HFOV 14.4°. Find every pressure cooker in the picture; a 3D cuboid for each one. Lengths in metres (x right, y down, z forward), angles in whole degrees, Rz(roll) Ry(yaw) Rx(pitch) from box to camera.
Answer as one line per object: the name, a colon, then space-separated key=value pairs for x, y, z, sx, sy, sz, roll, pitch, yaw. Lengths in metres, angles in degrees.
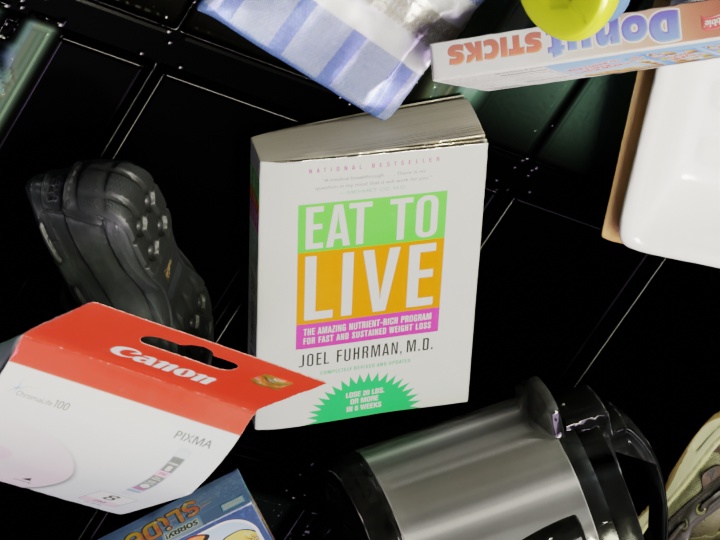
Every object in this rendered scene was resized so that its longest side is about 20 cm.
pressure cooker: x=0.093 y=0.164 z=1.744 sx=0.200 sy=0.179 sz=0.176 roll=-17 pitch=165 yaw=-11

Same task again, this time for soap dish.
soap dish: x=0.234 y=-0.094 z=1.633 sx=0.157 sy=0.081 sz=0.200 roll=11 pitch=124 yaw=2

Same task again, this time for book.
book: x=0.000 y=0.000 z=1.664 sx=0.133 sy=0.048 sz=0.200 roll=-9 pitch=130 yaw=-12

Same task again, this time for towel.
towel: x=0.025 y=-0.182 z=1.544 sx=0.147 sy=0.024 sz=0.200 roll=31 pitch=110 yaw=-37

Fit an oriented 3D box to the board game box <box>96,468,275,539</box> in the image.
board game box: x=-0.138 y=0.219 z=1.775 sx=0.200 sy=0.034 sz=0.135 roll=-27 pitch=132 yaw=-2

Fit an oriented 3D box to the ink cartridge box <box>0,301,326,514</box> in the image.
ink cartridge box: x=-0.143 y=0.082 z=1.589 sx=0.162 sy=0.057 sz=0.200 roll=20 pitch=158 yaw=-34

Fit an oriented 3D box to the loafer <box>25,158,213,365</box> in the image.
loafer: x=-0.133 y=0.010 z=1.604 sx=0.070 sy=0.068 sz=0.201 roll=4 pitch=143 yaw=19

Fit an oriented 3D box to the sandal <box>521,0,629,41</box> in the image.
sandal: x=0.124 y=-0.223 z=1.497 sx=0.087 sy=0.079 sz=0.200 roll=-11 pitch=105 yaw=-45

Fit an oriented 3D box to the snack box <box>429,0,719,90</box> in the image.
snack box: x=0.142 y=-0.123 z=1.544 sx=0.200 sy=0.024 sz=0.072 roll=-7 pitch=175 yaw=28

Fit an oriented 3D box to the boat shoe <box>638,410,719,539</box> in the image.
boat shoe: x=0.223 y=0.180 z=1.880 sx=0.073 sy=0.065 sz=0.200 roll=4 pitch=125 yaw=-28
